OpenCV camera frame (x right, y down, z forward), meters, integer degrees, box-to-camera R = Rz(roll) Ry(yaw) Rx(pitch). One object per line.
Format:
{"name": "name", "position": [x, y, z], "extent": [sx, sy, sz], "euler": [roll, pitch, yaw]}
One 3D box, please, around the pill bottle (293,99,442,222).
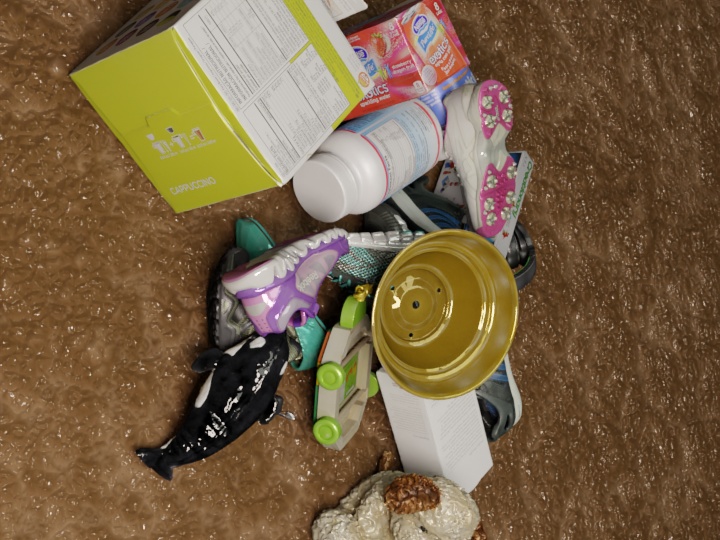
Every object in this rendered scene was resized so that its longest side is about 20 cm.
{"name": "pill bottle", "position": [0.009, -0.138, 1.527], "extent": [0.200, 0.109, 0.109], "euler": [-36, 107, -42]}

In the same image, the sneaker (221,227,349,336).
{"name": "sneaker", "position": [-0.071, 0.014, 1.336], "extent": [0.200, 0.080, 0.089], "euler": [-34, 104, -55]}

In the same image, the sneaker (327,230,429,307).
{"name": "sneaker", "position": [0.000, 0.000, 1.478], "extent": [0.199, 0.078, 0.092], "euler": [-2, 84, -14]}

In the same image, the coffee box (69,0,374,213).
{"name": "coffee box", "position": [-0.149, -0.208, 1.324], "extent": [0.200, 0.199, 0.198], "euler": [55, 51, -23]}

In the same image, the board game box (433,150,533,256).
{"name": "board game box", "position": [0.148, -0.071, 1.635], "extent": [0.035, 0.126, 0.201], "euler": [49, 51, -44]}

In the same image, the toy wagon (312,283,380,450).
{"name": "toy wagon", "position": [-0.014, 0.109, 1.443], "extent": [0.155, 0.039, 0.201], "euler": [-42, 139, -64]}

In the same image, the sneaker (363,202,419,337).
{"name": "sneaker", "position": [0.033, 0.013, 1.550], "extent": [0.090, 0.066, 0.201], "euler": [-20, 98, -47]}

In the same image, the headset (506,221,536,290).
{"name": "headset", "position": [0.176, -0.043, 1.668], "extent": [0.200, 0.123, 0.094], "euler": [-86, 169, -55]}

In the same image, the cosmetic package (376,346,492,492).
{"name": "cosmetic package", "position": [0.097, 0.190, 1.541], "extent": [0.101, 0.071, 0.201], "euler": [-39, 123, -41]}

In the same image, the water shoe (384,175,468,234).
{"name": "water shoe", "position": [0.111, -0.054, 1.562], "extent": [0.079, 0.200, 0.072], "euler": [-31, 149, -20]}

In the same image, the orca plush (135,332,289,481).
{"name": "orca plush", "position": [-0.150, 0.142, 1.287], "extent": [0.200, 0.071, 0.105], "euler": [-32, 99, -9]}

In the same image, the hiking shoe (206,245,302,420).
{"name": "hiking shoe", "position": [-0.118, 0.072, 1.367], "extent": [0.100, 0.076, 0.201], "euler": [-2, 92, -16]}

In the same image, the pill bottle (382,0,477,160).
{"name": "pill bottle", "position": [0.091, -0.257, 1.628], "extent": [0.112, 0.112, 0.200], "euler": [-47, 115, -39]}

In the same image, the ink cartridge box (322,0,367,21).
{"name": "ink cartridge box", "position": [-0.097, -0.349, 1.401], "extent": [0.162, 0.200, 0.050], "euler": [49, 52, -26]}

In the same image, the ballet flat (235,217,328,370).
{"name": "ballet flat", "position": [-0.102, 0.035, 1.419], "extent": [0.070, 0.067, 0.200], "euler": [-40, 109, -27]}

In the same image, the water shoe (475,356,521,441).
{"name": "water shoe", "position": [0.158, 0.136, 1.631], "extent": [0.079, 0.071, 0.201], "euler": [-42, 112, -45]}

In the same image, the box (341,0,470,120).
{"name": "box", "position": [0.021, -0.257, 1.498], "extent": [0.095, 0.200, 0.100], "euler": [-39, 109, -40]}

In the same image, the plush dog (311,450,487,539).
{"name": "plush dog", "position": [0.068, 0.292, 1.455], "extent": [0.200, 0.171, 0.161], "euler": [36, 58, -33]}

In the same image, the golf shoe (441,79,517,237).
{"name": "golf shoe", "position": [0.150, -0.144, 1.565], "extent": [0.075, 0.091, 0.201], "euler": [-9, 101, -45]}

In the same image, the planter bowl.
{"name": "planter bowl", "position": [0.083, 0.047, 1.443], "extent": [0.200, 0.083, 0.201], "euler": [-4, 100, -27]}
